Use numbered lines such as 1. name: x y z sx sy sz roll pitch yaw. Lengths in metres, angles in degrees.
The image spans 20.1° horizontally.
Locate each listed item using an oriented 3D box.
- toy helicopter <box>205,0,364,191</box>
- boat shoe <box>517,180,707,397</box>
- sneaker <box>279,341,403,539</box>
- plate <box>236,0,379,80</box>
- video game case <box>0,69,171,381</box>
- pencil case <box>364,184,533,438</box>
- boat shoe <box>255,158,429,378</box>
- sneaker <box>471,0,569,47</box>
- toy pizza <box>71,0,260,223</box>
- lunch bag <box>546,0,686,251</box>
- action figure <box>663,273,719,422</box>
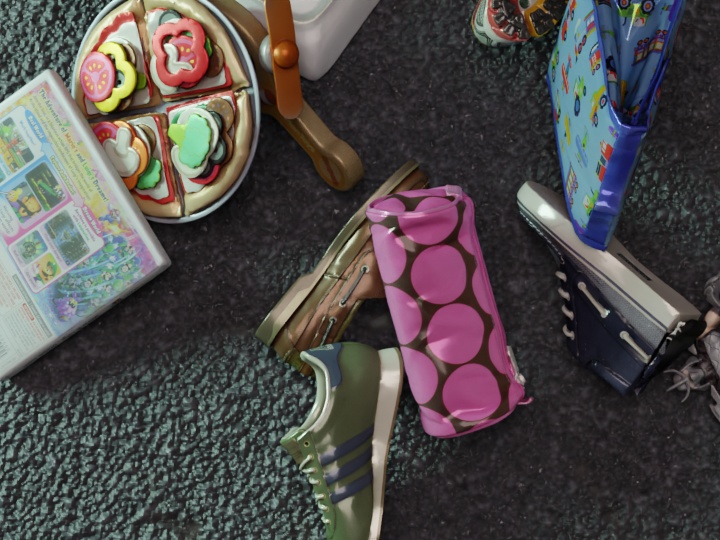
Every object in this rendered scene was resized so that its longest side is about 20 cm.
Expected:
1. toy helicopter: -0.065 -0.152 1.708 0.200 0.132 0.079 49 61 -3
2. boat shoe: 0.186 0.018 1.689 0.200 0.075 0.093 44 110 27
3. sneaker: -0.025 0.155 1.660 0.089 0.067 0.202 10 84 -14
4. plate: -0.059 -0.299 1.780 0.200 0.032 0.200 36 83 9
5. video game case: -0.283 -0.038 1.728 0.182 0.024 0.201 -34 79 10
6. pencil case: 0.072 0.029 1.651 0.093 0.091 0.201 -14 101 16
7. boat shoe: 0.000 0.000 1.706 0.068 0.072 0.200 40 93 4
8. sneaker: 0.164 -0.265 1.740 0.200 0.082 0.078 -43 99 -22
9. toy pizza: -0.170 -0.138 1.703 0.199 0.032 0.202 6 101 31
10. lunch bag: 0.200 -0.127 1.633 0.093 0.151 0.201 11 53 -2
11. action figure: 0.341 0.053 1.675 0.199 0.069 0.131 -26 90 2
